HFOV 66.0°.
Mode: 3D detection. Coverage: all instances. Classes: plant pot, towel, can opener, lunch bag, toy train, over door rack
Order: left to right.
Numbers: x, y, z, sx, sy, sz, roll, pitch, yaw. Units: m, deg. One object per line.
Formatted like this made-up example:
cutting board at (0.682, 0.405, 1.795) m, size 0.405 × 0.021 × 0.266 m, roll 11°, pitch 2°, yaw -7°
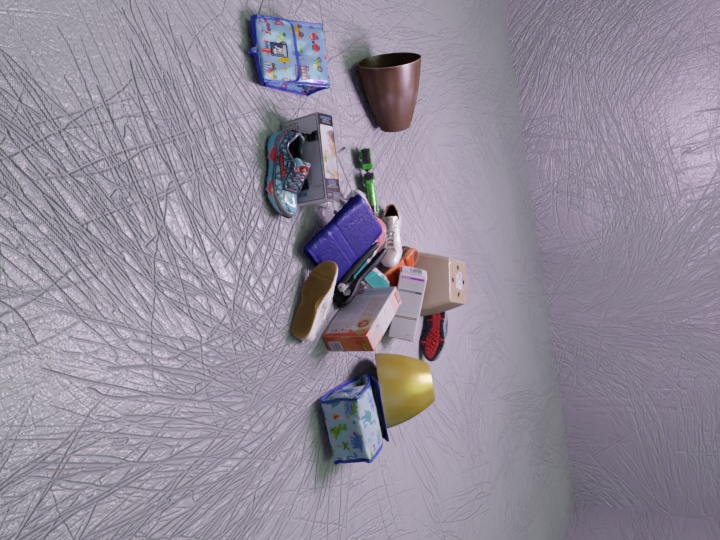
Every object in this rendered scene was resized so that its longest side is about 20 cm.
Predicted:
lunch bag at (-0.179, -0.501, 1.290) m, size 0.199 × 0.094 × 0.151 m, roll -11°, pitch 96°, yaw -46°
over door rack at (-0.077, -0.236, 1.420) m, size 0.148 × 0.066 × 0.201 m, roll 10°, pitch 65°, yaw -58°
towel at (-0.044, -0.079, 1.383) m, size 0.200 × 0.049 × 0.148 m, roll -46°, pitch 134°, yaw -12°
can opener at (-0.008, 0.007, 1.432) m, size 0.200 × 0.063 × 0.079 m, roll -54°, pitch 178°, yaw -5°
lunch bag at (0.000, 0.369, 1.401) m, size 0.200 × 0.127 × 0.171 m, roll -20°, pitch 100°, yaw -70°
toy train at (0.026, -0.252, 1.585) m, size 0.056 × 0.041 × 0.201 m, roll -131°, pitch -147°, yaw -85°
plant pot at (0.094, -0.524, 1.650) m, size 0.187 × 0.186 × 0.201 m, roll -52°, pitch 142°, yaw -48°
plant pot at (0.124, 0.314, 1.502) m, size 0.200 × 0.141 × 0.201 m, roll -10°, pitch 90°, yaw -88°
plant pot at (0.229, 0.039, 1.755) m, size 0.200 × 0.176 × 0.201 m, roll 10°, pitch 77°, yaw -56°

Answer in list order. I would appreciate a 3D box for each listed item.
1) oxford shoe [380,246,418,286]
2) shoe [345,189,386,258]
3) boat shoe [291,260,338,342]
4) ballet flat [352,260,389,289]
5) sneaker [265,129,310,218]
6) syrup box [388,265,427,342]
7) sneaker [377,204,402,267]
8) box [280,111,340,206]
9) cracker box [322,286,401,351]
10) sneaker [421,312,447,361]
oxford shoe at (0.090, -0.003, 1.652) m, size 0.200 × 0.073 × 0.072 m, roll -41°, pitch 138°, yaw -32°
shoe at (0.016, -0.140, 1.548) m, size 0.091 × 0.071 × 0.201 m, roll -48°, pitch 130°, yaw -51°
boat shoe at (-0.103, 0.074, 1.323) m, size 0.201 × 0.071 × 0.069 m, roll -67°, pitch 154°, yaw -15°
ballet flat at (0.000, 0.000, 1.499) m, size 0.200 × 0.072 × 0.072 m, roll 45°, pitch 48°, yaw -33°
sneaker at (-0.159, -0.220, 1.249) m, size 0.079 × 0.095 × 0.201 m, roll -3°, pitch 88°, yaw -57°
syrup box at (0.137, 0.095, 1.610) m, size 0.079 × 0.081 × 0.201 m, roll -71°, pitch 172°, yaw -74°
sneaker at (0.082, -0.107, 1.631) m, size 0.085 × 0.072 × 0.201 m, roll 68°, pitch 21°, yaw -55°
box at (-0.118, -0.258, 1.306) m, size 0.060 × 0.116 × 0.201 m, roll -8°, pitch 93°, yaw -55°
cracker box at (0.007, 0.124, 1.427) m, size 0.200 × 0.133 × 0.058 m, roll -55°, pitch 130°, yaw -45°
sneaker at (0.265, 0.218, 1.864) m, size 0.096 × 0.079 × 0.201 m, roll 50°, pitch 48°, yaw -49°
